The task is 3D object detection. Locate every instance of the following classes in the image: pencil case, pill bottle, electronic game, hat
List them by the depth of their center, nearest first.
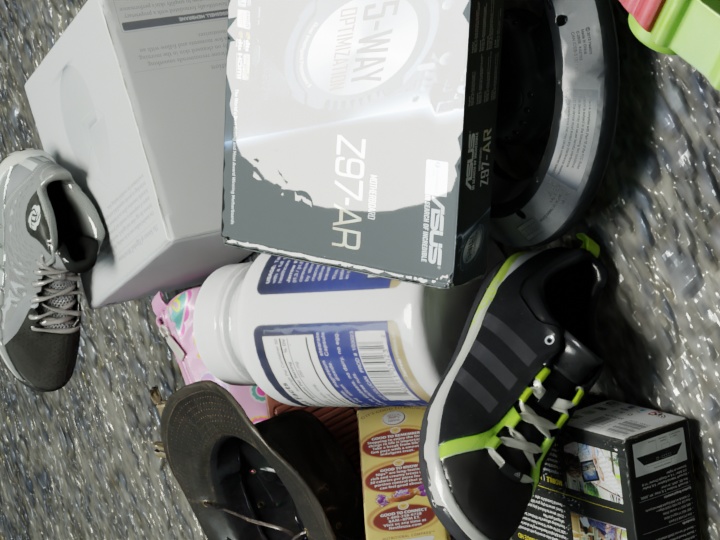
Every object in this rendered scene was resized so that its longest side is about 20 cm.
[{"bbox_3d":[0.092,-0.114,1.065,0.200,0.041,0.201,176,90,-65],"label":"electronic game"},{"bbox_3d":[-0.008,0.031,1.153,0.200,0.111,0.112,-3,98,39],"label":"pill bottle"},{"bbox_3d":[-0.046,0.152,1.232,0.200,0.081,0.201,37,143,35],"label":"hat"},{"bbox_3d":[-0.100,0.104,1.445,0.087,0.087,0.201,-45,62,56],"label":"pencil case"}]

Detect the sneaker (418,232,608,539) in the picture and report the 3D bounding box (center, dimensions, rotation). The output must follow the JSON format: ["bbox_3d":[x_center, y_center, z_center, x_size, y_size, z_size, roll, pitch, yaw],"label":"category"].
[{"bbox_3d":[0.093,0.061,1.021,0.083,0.072,0.201,-21,44,46],"label":"sneaker"}]

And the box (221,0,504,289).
[{"bbox_3d":[-0.001,-0.101,1.033,0.160,0.043,0.201,12,107,29],"label":"box"}]

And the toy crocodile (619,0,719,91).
[{"bbox_3d":[0.141,-0.174,0.939,0.200,0.062,0.068,61,147,26],"label":"toy crocodile"}]

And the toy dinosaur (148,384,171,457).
[{"bbox_3d":[-0.136,0.147,1.572,0.200,0.058,0.101,18,131,66],"label":"toy dinosaur"}]

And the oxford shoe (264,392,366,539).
[{"bbox_3d":[-0.024,0.154,1.331,0.074,0.071,0.201,148,101,-74],"label":"oxford shoe"}]

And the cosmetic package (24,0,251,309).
[{"bbox_3d":[-0.158,-0.097,1.429,0.199,0.123,0.201,-31,73,60],"label":"cosmetic package"}]

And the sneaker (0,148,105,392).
[{"bbox_3d":[-0.242,0.009,1.425,0.115,0.075,0.201,18,116,55],"label":"sneaker"}]

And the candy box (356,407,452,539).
[{"bbox_3d":[0.034,0.190,1.164,0.200,0.056,0.117,-98,-1,-57],"label":"candy box"}]

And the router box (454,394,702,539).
[{"bbox_3d":[0.124,0.149,1.099,0.200,0.051,0.150,11,112,59],"label":"router box"}]
